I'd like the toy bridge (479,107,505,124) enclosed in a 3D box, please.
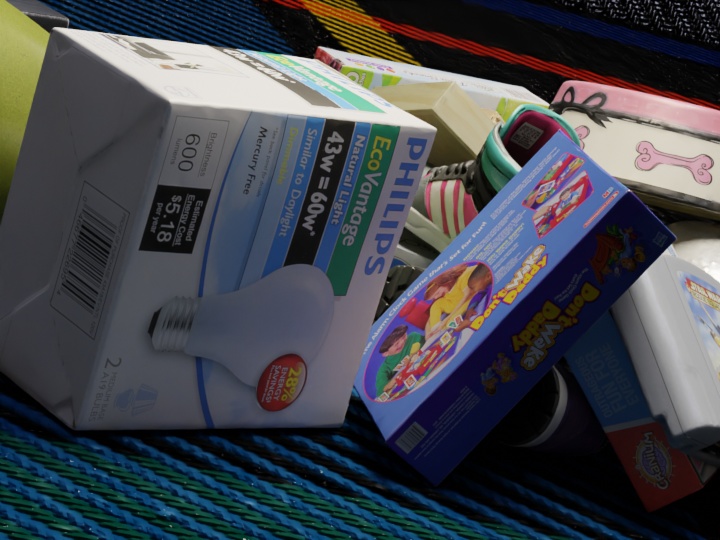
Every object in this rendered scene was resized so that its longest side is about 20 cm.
[{"bbox_3d":[0.141,-0.044,1.741,0.067,0.027,0.200,19,-25,53],"label":"toy bridge"}]

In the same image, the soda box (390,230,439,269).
[{"bbox_3d":[0.000,0.000,1.644,0.199,0.068,0.064,21,15,18],"label":"soda box"}]

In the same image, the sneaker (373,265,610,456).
[{"bbox_3d":[0.081,0.067,1.523,0.087,0.076,0.200,24,10,-44],"label":"sneaker"}]

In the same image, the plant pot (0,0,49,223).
[{"bbox_3d":[-0.257,-0.094,1.509,0.192,0.201,0.200,21,9,-37],"label":"plant pot"}]

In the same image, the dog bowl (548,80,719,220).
[{"bbox_3d":[0.223,-0.089,1.789,0.199,0.074,0.200,14,2,-1],"label":"dog bowl"}]

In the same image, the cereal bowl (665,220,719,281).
[{"bbox_3d":[0.295,0.025,1.755,0.200,0.083,0.200,33,12,-8],"label":"cereal bowl"}]

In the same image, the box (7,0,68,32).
[{"bbox_3d":[-0.361,-0.177,1.801,0.196,0.118,0.200,5,18,-40],"label":"box"}]

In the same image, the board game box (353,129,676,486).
[{"bbox_3d":[0.083,0.019,1.410,0.045,0.200,0.135,42,6,-22],"label":"board game box"}]

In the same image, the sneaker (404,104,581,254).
[{"bbox_3d":[0.087,-0.060,1.574,0.083,0.121,0.200,12,21,-35],"label":"sneaker"}]

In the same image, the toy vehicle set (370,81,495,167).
[{"bbox_3d":[0.094,-0.057,1.705,0.200,0.027,0.124,45,-17,-22],"label":"toy vehicle set"}]

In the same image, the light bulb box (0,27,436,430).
[{"bbox_3d":[-0.090,-0.020,1.357,0.199,0.199,0.125,2,22,-42],"label":"light bulb box"}]

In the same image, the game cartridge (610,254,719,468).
[{"bbox_3d":[0.218,0.060,1.481,0.200,0.041,0.134,23,47,-57],"label":"game cartridge"}]

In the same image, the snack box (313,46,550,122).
[{"bbox_3d":[0.039,-0.086,1.860,0.199,0.143,0.053,9,17,-31],"label":"snack box"}]

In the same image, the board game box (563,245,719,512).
[{"bbox_3d":[0.188,0.057,1.520,0.153,0.040,0.200,62,22,3],"label":"board game box"}]
